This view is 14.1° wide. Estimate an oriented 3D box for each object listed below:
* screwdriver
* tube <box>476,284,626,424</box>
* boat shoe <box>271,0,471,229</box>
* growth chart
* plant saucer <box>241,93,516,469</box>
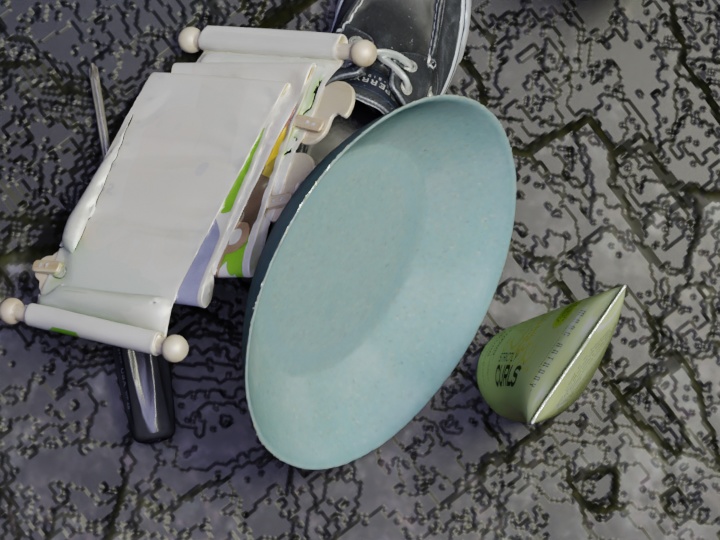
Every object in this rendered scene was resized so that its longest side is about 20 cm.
[{"bbox_3d":[-0.122,-0.009,1.503,0.028,0.029,0.201,-10,77,-2],"label":"screwdriver"},{"bbox_3d":[0.092,0.044,1.411,0.052,0.200,0.058,-6,87,-4],"label":"tube"},{"bbox_3d":[0.005,-0.090,1.484,0.072,0.068,0.200,24,86,0],"label":"boat shoe"},{"bbox_3d":[-0.083,-0.043,1.451,0.145,0.018,0.200,18,70,40],"label":"growth chart"},{"bbox_3d":[0.000,0.000,1.434,0.039,0.201,0.201,29,85,32],"label":"plant saucer"}]
